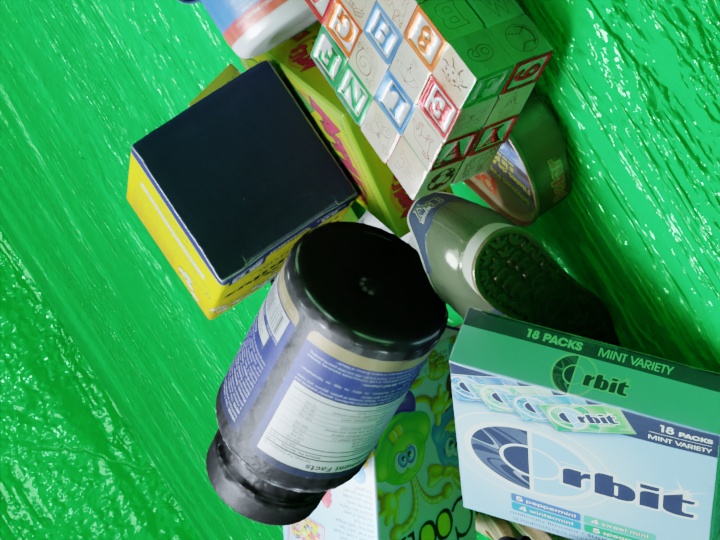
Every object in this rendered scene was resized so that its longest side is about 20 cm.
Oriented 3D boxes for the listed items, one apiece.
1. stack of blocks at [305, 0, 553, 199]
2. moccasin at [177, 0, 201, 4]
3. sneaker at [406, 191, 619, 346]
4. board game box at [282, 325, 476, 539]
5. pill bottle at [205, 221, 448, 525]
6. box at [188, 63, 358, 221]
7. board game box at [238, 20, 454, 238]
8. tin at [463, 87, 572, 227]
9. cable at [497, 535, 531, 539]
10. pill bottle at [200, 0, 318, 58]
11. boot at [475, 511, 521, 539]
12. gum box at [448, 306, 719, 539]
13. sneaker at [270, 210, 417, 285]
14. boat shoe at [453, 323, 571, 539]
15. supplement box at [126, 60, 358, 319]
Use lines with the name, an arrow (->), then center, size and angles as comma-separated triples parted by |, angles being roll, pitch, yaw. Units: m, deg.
stack of blocks -> 0.015, -0.157, 1.352 | 0.200, 0.058, 0.115 | 55, 147, 20
moccasin -> -0.121, -0.224, 1.599 | 0.080, 0.068, 0.200 | 39, -163, -25
sneaker -> 0.094, 0.014, 1.473 | 0.090, 0.067, 0.200 | 35, 170, 41
board game box -> 0.012, 0.141, 1.670 | 0.105, 0.103, 0.201 | 14, 114, 43
pill bottle -> -0.029, 0.073, 1.528 | 0.112, 0.112, 0.200 | 50, 133, 23
box -> -0.059, -0.072, 1.789 | 0.075, 0.050, 0.200 | 40, 169, 34
board game box -> -0.018, -0.109, 1.530 | 0.200, 0.047, 0.102 | 43, 162, 54
tin -> 0.061, -0.107, 1.443 | 0.200, 0.042, 0.112 | 45, 158, 37
cable -> 0.167, 0.214, 1.594 | 0.163, 0.051, 0.200 | 19, 171, 38
pill bottle -> -0.084, -0.244, 1.464 | 0.201, 0.112, 0.112 | 57, 165, 1
boot -> 0.090, 0.141, 1.812 | 0.155, 0.073, 0.201 | 35, 157, 56
gum box -> 0.145, 0.110, 1.452 | 0.169, 0.045, 0.200 | 15, 150, 14
sneaker -> 0.000, 0.000, 1.703 | 0.076, 0.115, 0.201 | 55, 165, 5
boat shoe -> 0.119, 0.126, 1.674 | 0.200, 0.074, 0.066 | 55, 171, 4
supplement box -> -0.084, -0.050, 1.579 | 0.110, 0.109, 0.200 | 56, 171, 3
